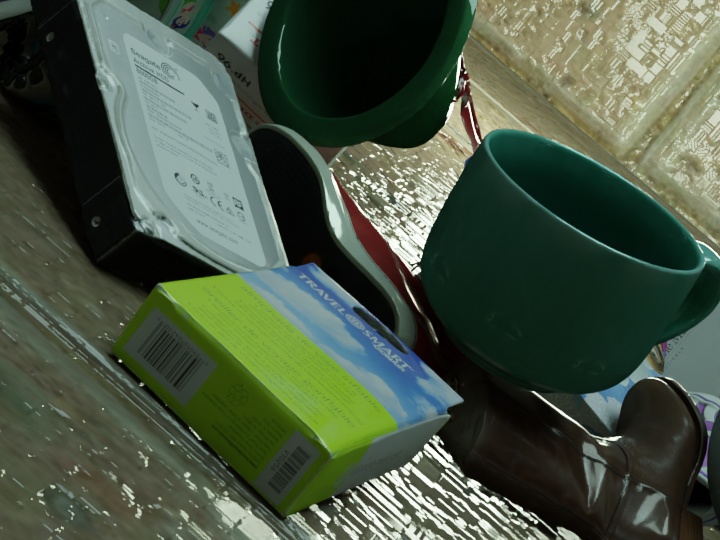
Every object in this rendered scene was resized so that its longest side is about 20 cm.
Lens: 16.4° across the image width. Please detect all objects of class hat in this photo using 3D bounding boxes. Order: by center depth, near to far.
[{"bbox_3d":[0.045,-0.113,1.638,0.165,0.200,0.176,-2,-24,36],"label":"hat"}]

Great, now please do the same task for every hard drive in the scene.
[{"bbox_3d":[-0.108,-0.065,1.392,0.140,0.038,0.200,30,31,-44],"label":"hard drive"}]

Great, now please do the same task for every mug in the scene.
[{"bbox_3d":[0.127,0.011,1.500,0.185,0.114,0.152,29,20,-5],"label":"mug"}]

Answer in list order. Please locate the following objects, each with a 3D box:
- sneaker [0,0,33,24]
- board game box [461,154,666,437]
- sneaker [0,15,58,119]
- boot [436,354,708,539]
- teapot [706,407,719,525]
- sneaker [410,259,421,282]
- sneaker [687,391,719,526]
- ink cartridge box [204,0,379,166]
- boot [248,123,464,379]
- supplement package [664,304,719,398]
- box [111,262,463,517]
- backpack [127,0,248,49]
[{"bbox_3d":[-0.167,-0.205,1.452,0.076,0.200,0.088,-133,-150,-54],"label":"sneaker"},{"bbox_3d":[0.133,0.030,1.715,0.200,0.043,0.199,50,26,-16],"label":"board game box"},{"bbox_3d":[-0.176,-0.135,1.535,0.090,0.078,0.200,45,16,-27],"label":"sneaker"},{"bbox_3d":[0.124,0.091,1.549,0.200,0.064,0.187,31,31,-22],"label":"boot"},{"bbox_3d":[0.308,0.143,1.549,0.200,0.198,0.146,17,36,-7],"label":"teapot"},{"bbox_3d":[0.077,0.008,1.767,0.081,0.075,0.200,40,12,-3],"label":"sneaker"},{"bbox_3d":[0.220,0.133,1.769,0.114,0.073,0.200,-7,10,-26],"label":"sneaker"},{"bbox_3d":[-0.031,-0.143,1.683,0.116,0.200,0.068,42,-31,-2],"label":"ink cartridge box"},{"bbox_3d":[0.000,0.000,1.566,0.144,0.072,0.200,24,27,-56],"label":"boot"},{"bbox_3d":[0.304,0.112,1.923,0.200,0.121,0.120,41,-7,6],"label":"supplement package"},{"bbox_3d":[-0.032,0.054,1.261,0.122,0.048,0.200,43,16,13],"label":"box"},{"bbox_3d":[-0.115,-0.230,1.812,0.150,0.178,0.200,-14,53,-49],"label":"backpack"}]
